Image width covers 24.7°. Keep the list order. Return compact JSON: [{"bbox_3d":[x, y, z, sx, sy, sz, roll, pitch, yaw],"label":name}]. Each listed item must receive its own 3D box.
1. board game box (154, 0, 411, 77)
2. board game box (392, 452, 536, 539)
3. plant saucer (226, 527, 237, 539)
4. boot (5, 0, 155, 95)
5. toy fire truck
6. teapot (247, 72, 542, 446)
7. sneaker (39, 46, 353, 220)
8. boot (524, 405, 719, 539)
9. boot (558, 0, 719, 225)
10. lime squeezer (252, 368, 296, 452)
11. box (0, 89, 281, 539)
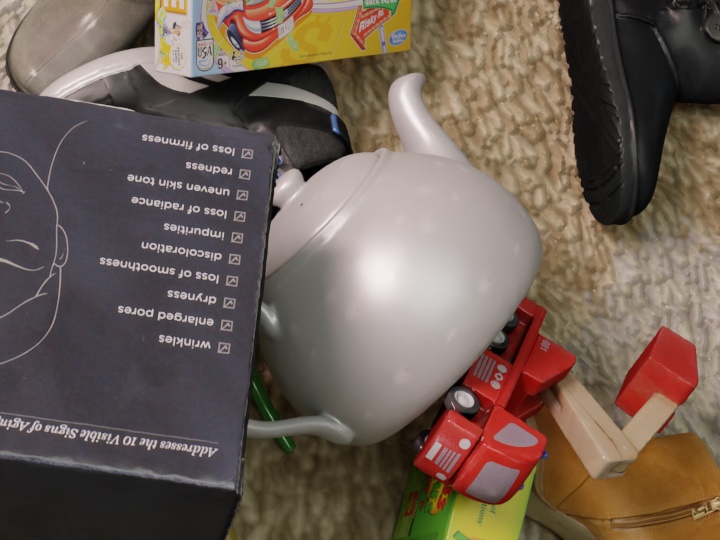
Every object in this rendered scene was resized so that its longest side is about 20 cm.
[{"bbox_3d":[-0.043,-0.196,1.019,0.200,0.034,0.135,-16,113,-47],"label":"board game box"},{"bbox_3d":[0.048,0.200,1.011,0.048,0.102,0.200,21,70,-14],"label":"board game box"},{"bbox_3d":[-0.146,0.158,0.906,0.200,0.048,0.200,-24,106,-36],"label":"plant saucer"},{"bbox_3d":[-0.142,-0.195,1.033,0.068,0.131,0.200,44,67,-3],"label":"boot"},{"bbox_3d":[0.123,0.083,0.995,0.141,0.049,0.200,31,37,0],"label":"toy fire truck"},{"bbox_3d":[0.000,0.000,0.986,0.146,0.200,0.197,42,105,-9],"label":"teapot"},{"bbox_3d":[-0.097,-0.080,1.033,0.200,0.073,0.112,-11,59,-22],"label":"sneaker"},{"bbox_3d":[0.165,0.128,1.095,0.144,0.071,0.202,-20,86,-28],"label":"boot"},{"bbox_3d":[0.237,-0.129,1.173,0.168,0.076,0.201,0,70,-15],"label":"boot"},{"bbox_3d":[-0.075,0.016,1.060,0.071,0.038,0.200,16,67,-47],"label":"lime squeezer"},{"bbox_3d":[-0.153,0.028,0.822,0.200,0.124,0.197,9,59,-8],"label":"box"}]
